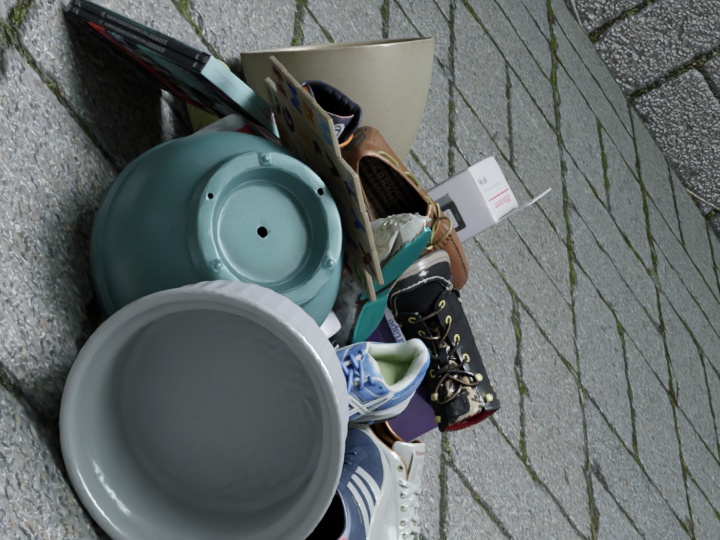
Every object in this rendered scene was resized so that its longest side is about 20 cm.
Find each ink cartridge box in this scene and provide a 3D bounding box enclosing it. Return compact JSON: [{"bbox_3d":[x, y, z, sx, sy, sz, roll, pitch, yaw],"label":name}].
[{"bbox_3d":[0.096,-0.061,1.929,0.068,0.199,0.116,61,20,-1],"label":"ink cartridge box"}]

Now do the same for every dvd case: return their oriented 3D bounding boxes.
[{"bbox_3d":[-0.152,-0.170,1.556,0.199,0.022,0.146,29,-6,42],"label":"dvd case"}]

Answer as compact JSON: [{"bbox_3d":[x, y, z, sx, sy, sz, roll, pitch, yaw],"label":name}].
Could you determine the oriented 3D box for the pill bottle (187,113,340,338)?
[{"bbox_3d":[-0.103,-0.017,1.507,0.201,0.119,0.120,61,20,-4],"label":"pill bottle"}]

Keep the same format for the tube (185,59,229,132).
[{"bbox_3d":[-0.122,-0.123,1.634,0.201,0.051,0.058,-112,-161,-49],"label":"tube"}]

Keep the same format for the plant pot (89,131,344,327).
[{"bbox_3d":[-0.093,-0.019,1.370,0.198,0.134,0.203,5,78,-24],"label":"plant pot"}]

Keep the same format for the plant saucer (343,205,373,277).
[{"bbox_3d":[-0.056,-0.043,1.666,0.199,0.032,0.202,23,43,-24],"label":"plant saucer"}]

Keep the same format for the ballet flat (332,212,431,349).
[{"bbox_3d":[0.000,0.000,1.518,0.071,0.200,0.072,8,58,-13],"label":"ballet flat"}]

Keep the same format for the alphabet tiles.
[{"bbox_3d":[-0.031,-0.074,1.432,0.200,0.006,0.168,-129,-159,-54],"label":"alphabet tiles"}]

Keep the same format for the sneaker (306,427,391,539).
[{"bbox_3d":[-0.026,0.187,1.499,0.085,0.074,0.201,55,21,-29],"label":"sneaker"}]

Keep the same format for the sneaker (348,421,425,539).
[{"bbox_3d":[0.029,0.202,1.604,0.202,0.084,0.073,67,19,9],"label":"sneaker"}]

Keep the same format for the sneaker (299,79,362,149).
[{"bbox_3d":[-0.047,-0.089,1.600,0.077,0.112,0.202,12,50,-32],"label":"sneaker"}]

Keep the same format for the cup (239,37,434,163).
[{"bbox_3d":[-0.019,-0.159,1.836,0.200,0.198,0.145,-27,114,-70],"label":"cup"}]

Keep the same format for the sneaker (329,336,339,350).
[{"bbox_3d":[-0.040,0.020,1.682,0.083,0.071,0.201,35,33,-49],"label":"sneaker"}]

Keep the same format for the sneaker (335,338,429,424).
[{"bbox_3d":[-0.025,0.096,1.537,0.199,0.077,0.076,-15,66,-40],"label":"sneaker"}]

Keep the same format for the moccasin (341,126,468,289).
[{"bbox_3d":[0.048,-0.052,1.771,0.202,0.073,0.078,61,5,-30],"label":"moccasin"}]

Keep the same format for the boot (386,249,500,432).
[{"bbox_3d":[0.074,0.068,1.680,0.200,0.073,0.152,67,2,-78],"label":"boot"}]

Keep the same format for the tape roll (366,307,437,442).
[{"bbox_3d":[0.029,0.068,1.798,0.200,0.065,0.201,50,23,-31],"label":"tape roll"}]

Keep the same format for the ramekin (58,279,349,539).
[{"bbox_3d":[-0.101,0.102,1.258,0.202,0.199,0.098,60,13,-5],"label":"ramekin"}]
